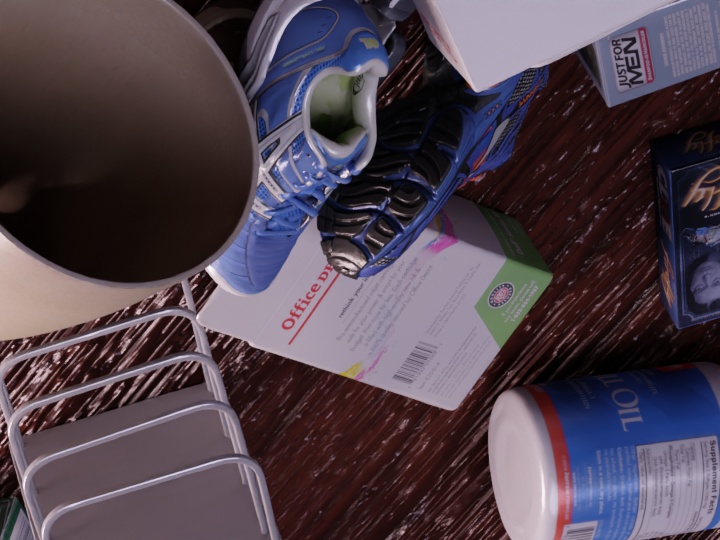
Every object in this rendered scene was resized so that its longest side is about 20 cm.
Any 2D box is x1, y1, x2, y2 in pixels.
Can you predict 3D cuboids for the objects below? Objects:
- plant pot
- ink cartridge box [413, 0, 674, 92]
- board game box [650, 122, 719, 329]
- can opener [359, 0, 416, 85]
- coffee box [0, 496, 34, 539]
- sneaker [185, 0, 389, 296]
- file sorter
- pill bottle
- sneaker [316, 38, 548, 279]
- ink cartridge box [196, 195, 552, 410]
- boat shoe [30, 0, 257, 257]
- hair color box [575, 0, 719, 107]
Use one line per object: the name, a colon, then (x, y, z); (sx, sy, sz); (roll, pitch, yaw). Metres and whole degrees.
plant pot: (-0.185, -0.039, 1.454); (0.187, 0.187, 0.200); (13, 150, -29)
ink cartridge box: (0.071, -0.221, 1.382); (0.145, 0.147, 0.200); (-26, 110, 0)
board game box: (0.287, -0.048, 1.720); (0.200, 0.035, 0.136); (-16, 131, -8)
can opener: (0.022, -0.166, 1.526); (0.200, 0.053, 0.067); (-48, 160, 19)
coffee box: (-0.236, 0.224, 1.709); (0.123, 0.044, 0.200); (-6, 135, 18)
sneaker: (-0.040, -0.063, 1.468); (0.076, 0.077, 0.200); (-8, 131, -34)
file sorter: (-0.134, 0.108, 1.579); (0.139, 0.200, 0.125); (-17, 130, -7)
pill bottle: (0.194, 0.119, 1.769); (0.200, 0.112, 0.112); (-7, 129, -16)
sneaker: (0.052, -0.072, 1.550); (0.200, 0.075, 0.078); (-52, 143, -12)
ink cartridge box: (0.000, 0.000, 1.629); (0.200, 0.067, 0.117); (20, 117, -33)
boat shoe: (-0.118, -0.062, 1.529); (0.075, 0.075, 0.202); (24, 116, -34)
hair color box: (0.213, -0.175, 1.546); (0.200, 0.099, 0.061); (-19, 132, -5)
